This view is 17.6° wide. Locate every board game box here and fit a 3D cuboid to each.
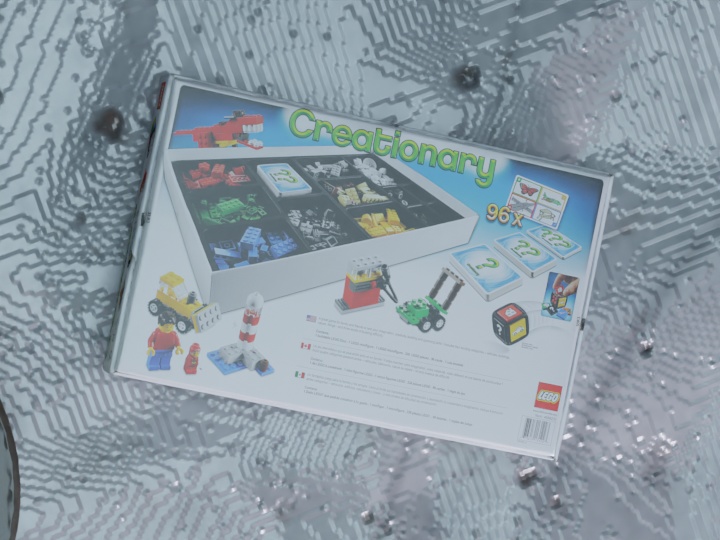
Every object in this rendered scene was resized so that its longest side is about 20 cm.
[{"bbox_3d":[0.000,0.000,0.986,0.198,0.035,0.127,12,89,-13],"label":"board game box"}]

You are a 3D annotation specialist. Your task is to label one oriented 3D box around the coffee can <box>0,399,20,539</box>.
[{"bbox_3d":[-0.206,0.071,0.855,0.145,0.200,0.148,0,92,-13],"label":"coffee can"}]
